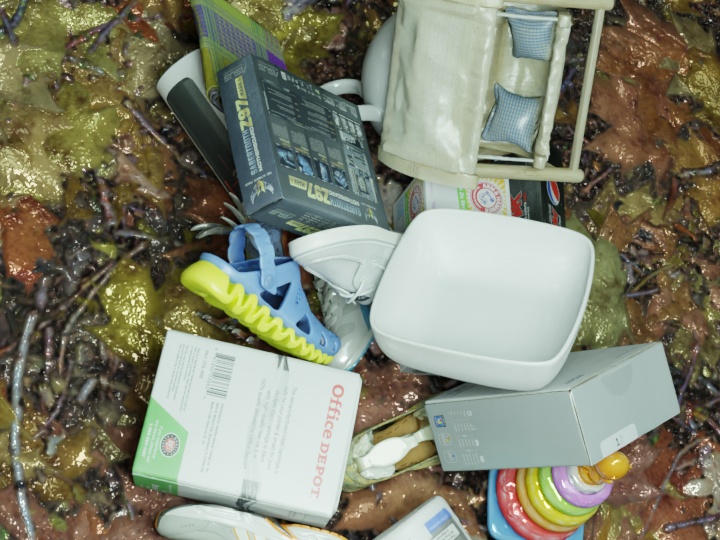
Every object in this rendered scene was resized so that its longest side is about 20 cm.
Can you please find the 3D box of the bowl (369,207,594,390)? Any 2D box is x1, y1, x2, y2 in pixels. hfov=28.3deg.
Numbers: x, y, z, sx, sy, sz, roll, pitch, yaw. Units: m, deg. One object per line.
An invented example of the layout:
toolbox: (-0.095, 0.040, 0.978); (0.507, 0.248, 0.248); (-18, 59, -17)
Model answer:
bowl: (0.122, 0.036, 1.389); (0.198, 0.075, 0.201); (10, 45, 17)

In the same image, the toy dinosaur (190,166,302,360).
toy dinosaur: (-0.103, -0.022, 1.470); (0.199, 0.104, 0.183); (32, 82, -42)

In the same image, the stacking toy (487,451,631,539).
stacking toy: (0.215, 0.213, 1.453); (0.115, 0.200, 0.111); (13, 66, -15)

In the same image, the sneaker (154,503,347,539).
sneaker: (-0.106, 0.283, 1.383); (0.198, 0.076, 0.093); (15, 77, -8)

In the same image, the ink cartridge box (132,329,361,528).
ink cartridge box: (-0.110, 0.157, 1.396); (0.197, 0.084, 0.148); (14, 70, -3)

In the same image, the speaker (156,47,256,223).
speaker: (-0.132, -0.137, 1.529); (0.081, 0.081, 0.201); (-32, 84, -27)

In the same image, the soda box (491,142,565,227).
soda box: (0.191, -0.050, 1.609); (0.071, 0.063, 0.203); (30, 54, -52)

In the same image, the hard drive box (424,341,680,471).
hard drive box: (0.190, 0.137, 1.429); (0.155, 0.199, 0.078); (-20, 95, -41)

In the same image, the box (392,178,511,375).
box: (0.101, 0.001, 1.543); (0.100, 0.113, 0.203); (5, 67, -17)

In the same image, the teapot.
teapot: (0.071, -0.219, 1.603); (0.199, 0.146, 0.199); (25, 96, -36)

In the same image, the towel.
towel: (-0.123, -0.214, 1.522); (0.143, 0.023, 0.201); (30, 32, -39)

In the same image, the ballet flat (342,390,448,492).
ballet flat: (0.057, 0.175, 1.485); (0.198, 0.071, 0.071); (-20, 78, -26)

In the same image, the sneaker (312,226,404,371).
sneaker: (-0.015, 0.030, 1.513); (0.080, 0.077, 0.202); (24, 55, -11)

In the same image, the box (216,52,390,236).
box: (-0.055, -0.113, 1.435); (0.199, 0.051, 0.159); (16, 54, -56)

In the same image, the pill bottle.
pill bottle: (0.090, 0.336, 1.408); (0.113, 0.114, 0.201); (-31, 82, -27)

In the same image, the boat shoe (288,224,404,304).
boat shoe: (0.000, 0.000, 1.421); (0.199, 0.071, 0.069); (13, 63, -62)

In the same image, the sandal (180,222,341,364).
sandal: (-0.081, 0.024, 1.384); (0.200, 0.079, 0.088); (41, 72, -42)

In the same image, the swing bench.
swing bench: (0.134, -0.199, 1.480); (0.198, 0.130, 0.201); (-6, 114, -29)
